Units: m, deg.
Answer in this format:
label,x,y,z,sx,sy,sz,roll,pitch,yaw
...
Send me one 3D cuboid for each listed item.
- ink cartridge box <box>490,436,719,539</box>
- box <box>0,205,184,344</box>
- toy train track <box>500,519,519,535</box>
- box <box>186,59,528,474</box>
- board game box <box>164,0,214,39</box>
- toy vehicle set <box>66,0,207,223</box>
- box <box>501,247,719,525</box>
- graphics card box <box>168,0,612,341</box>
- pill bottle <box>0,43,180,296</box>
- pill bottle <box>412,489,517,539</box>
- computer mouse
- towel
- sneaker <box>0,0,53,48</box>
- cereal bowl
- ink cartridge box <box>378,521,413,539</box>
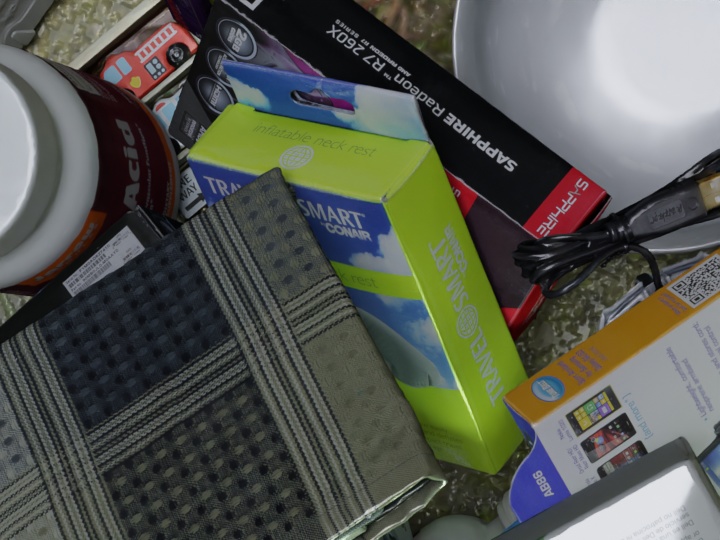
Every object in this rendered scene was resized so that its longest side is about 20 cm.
label,x,y,z,sx,sy,sz,roll,pitch,yaw
ink cartridge box,0.123,0.193,1.201,0.145,0.088,0.200,-30,91,5
box,-0.139,0.060,1.385,0.200,0.160,0.044,-41,74,8
toy train track,0.111,0.087,1.302,0.200,0.033,0.115,-40,117,-5
box,0.000,0.000,1.333,0.122,0.200,0.048,13,50,38
board game box,-0.028,-0.208,1.374,0.032,0.120,0.200,37,82,8
toy vehicle set,-0.085,-0.073,1.448,0.200,0.027,0.124,-39,80,8
box,0.155,0.063,1.271,0.200,0.041,0.119,-33,116,-5
graphics card box,0.009,-0.051,1.352,0.200,0.126,0.051,39,59,6
pill bottle,-0.164,-0.045,1.347,0.114,0.200,0.114,-1,88,13
pill bottle,0.038,0.187,1.365,0.200,0.112,0.112,-42,80,7
computer mouse,0.134,0.019,1.323,0.110,0.200,0.044,-30,56,-6
towel,-0.075,0.074,1.224,0.192,0.035,0.200,-33,50,7
sneaker,-0.217,-0.133,1.465,0.080,0.076,0.200,40,91,23
cereal bowl,0.148,-0.110,1.363,0.200,0.083,0.201,2,97,16
ink cartridge box,-0.058,0.153,1.278,0.144,0.145,0.200,-27,54,16
